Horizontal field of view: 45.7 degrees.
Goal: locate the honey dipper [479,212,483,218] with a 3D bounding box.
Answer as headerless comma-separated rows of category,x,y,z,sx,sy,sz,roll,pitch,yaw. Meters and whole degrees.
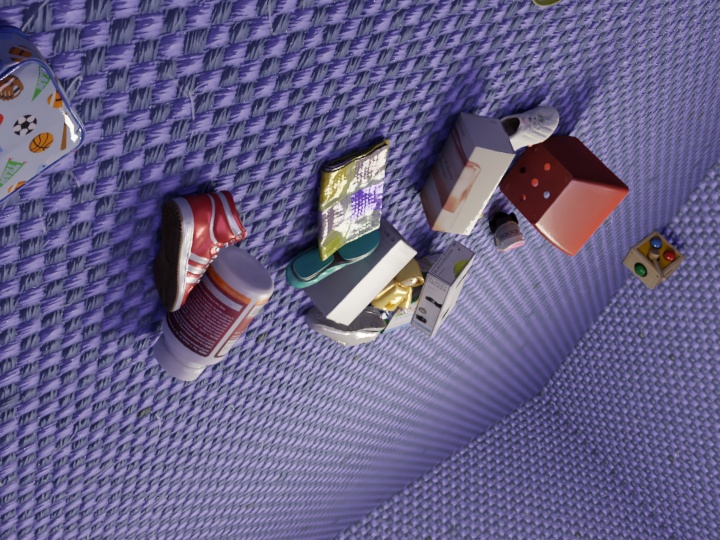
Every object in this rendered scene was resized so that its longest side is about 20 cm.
honey dipper,0.256,-0.171,1.664,0.038,0.038,0.201,108,7,-50

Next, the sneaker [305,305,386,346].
sneaker,-0.037,0.119,1.730,0.198,0.077,0.081,11,134,-41

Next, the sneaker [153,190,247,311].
sneaker,-0.224,-0.028,1.196,0.112,0.071,0.201,-21,147,-36

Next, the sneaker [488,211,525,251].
sneaker,0.344,-0.097,2.016,0.073,0.089,0.200,-18,-179,8

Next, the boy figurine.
boy figurine,0.067,0.060,1.823,0.124,0.065,0.200,25,117,-41

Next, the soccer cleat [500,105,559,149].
soccer cleat,0.316,-0.278,1.661,0.199,0.069,0.078,-30,152,-22

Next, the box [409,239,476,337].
box,0.177,0.042,1.854,0.117,0.060,0.201,-49,163,-35

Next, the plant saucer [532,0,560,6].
plant saucer,0.325,-0.505,1.318,0.199,0.031,0.201,-35,155,-18

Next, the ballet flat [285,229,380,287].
ballet flat,-0.055,-0.027,1.506,0.199,0.068,0.070,-28,178,-32

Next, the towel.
towel,-0.013,-0.117,1.414,0.143,0.023,0.202,-29,143,-33

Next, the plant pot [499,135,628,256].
plant pot,0.425,-0.179,1.875,0.175,0.201,0.201,10,126,-47

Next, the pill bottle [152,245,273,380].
pill bottle,-0.229,0.068,1.300,0.201,0.113,0.113,-50,156,18

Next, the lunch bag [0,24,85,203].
lunch bag,-0.365,-0.121,0.797,0.199,0.076,0.161,-38,159,-15

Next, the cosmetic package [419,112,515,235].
cosmetic package,0.190,-0.174,1.556,0.086,0.104,0.201,7,133,-21

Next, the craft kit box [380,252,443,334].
craft kit box,0.141,0.047,1.971,0.199,0.049,0.198,-13,146,-50

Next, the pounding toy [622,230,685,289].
pounding toy,1.137,-0.033,3.295,0.199,0.184,0.143,-31,155,-26

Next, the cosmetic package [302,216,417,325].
cosmetic package,0.000,0.000,1.598,0.200,0.085,0.108,-45,157,6
